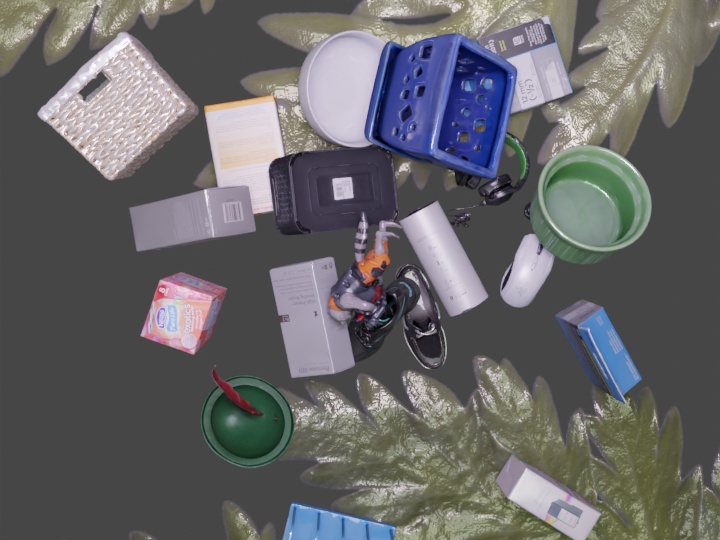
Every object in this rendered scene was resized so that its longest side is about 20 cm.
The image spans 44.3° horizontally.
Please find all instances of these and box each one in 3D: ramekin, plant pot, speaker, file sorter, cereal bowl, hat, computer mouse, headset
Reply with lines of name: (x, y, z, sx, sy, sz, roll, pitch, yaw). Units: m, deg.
ramekin: (0.393, -0.108, 1.544, 0.199, 0.098, 0.201, 3, 68, -6)
plant pot: (0.126, -0.274, 1.483, 0.179, 0.200, 0.201, 13, 91, 40)
speaker: (0.148, -0.022, 1.580, 0.081, 0.081, 0.200, -29, 94, 0)
file sorter: (-0.046, 0.521, 1.588, 0.199, 0.123, 0.139, 14, 93, -2)
cereal bowl: (-0.025, -0.313, 1.538, 0.200, 0.083, 0.201, -5, 99, -32)
hat: (-0.214, 0.274, 1.539, 0.200, 0.176, 0.166, 39, 92, -4)
computer mouse: (0.320, -0.025, 1.604, 0.109, 0.044, 0.201, 23, 93, -4)
headset: (0.222, -0.161, 1.567, 0.123, 0.094, 0.200, 37, 80, -4)

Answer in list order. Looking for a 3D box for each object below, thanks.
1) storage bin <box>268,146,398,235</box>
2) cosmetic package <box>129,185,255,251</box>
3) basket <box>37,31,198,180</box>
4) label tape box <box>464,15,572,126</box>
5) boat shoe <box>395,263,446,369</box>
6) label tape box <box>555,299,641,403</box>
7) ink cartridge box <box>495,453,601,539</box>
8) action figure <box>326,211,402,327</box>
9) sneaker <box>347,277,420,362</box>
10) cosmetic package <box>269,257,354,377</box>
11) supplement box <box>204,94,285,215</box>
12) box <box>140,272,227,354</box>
storage bin: (-0.045, -0.137, 1.522, 0.199, 0.094, 0.136, -8, 95, -29)
cosmetic package: (-0.287, -0.087, 1.505, 0.200, 0.107, 0.091, -4, 96, 35)
basket: (-0.399, -0.269, 1.495, 0.198, 0.200, 0.161, -42, 100, 1)
label tape box: (0.256, -0.347, 1.571, 0.199, 0.066, 0.144, -19, 94, -2)
boat shoe: (0.111, 0.085, 1.596, 0.074, 0.060, 0.201, -13, 94, -1)
label tape box: (0.418, 0.136, 1.531, 0.066, 0.200, 0.144, -29, 94, -1)
ink cartridge box: (0.352, 0.420, 1.595, 0.200, 0.117, 0.067, 32, 90, -3)
action figure: (0.000, 0.000, 1.501, 0.104, 0.200, 0.194, 26, 103, -15)
sneaker: (0.022, 0.090, 1.561, 0.075, 0.079, 0.200, 43, 116, 10)
cosmetic package: (-0.085, 0.084, 1.565, 0.101, 0.074, 0.201, -10, 92, 34)
supplement box: (-0.194, -0.197, 1.562, 0.126, 0.074, 0.201, -9, 94, -2)
box: (-0.297, 0.068, 1.512, 0.094, 0.200, 0.103, 20, 93, -3)
